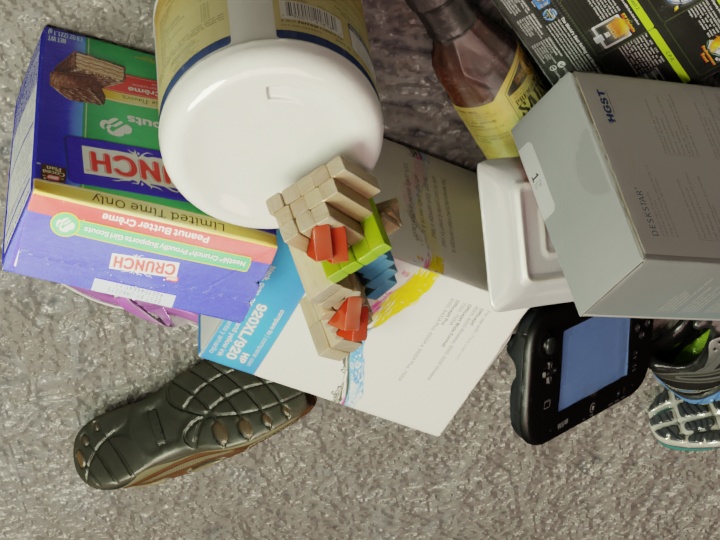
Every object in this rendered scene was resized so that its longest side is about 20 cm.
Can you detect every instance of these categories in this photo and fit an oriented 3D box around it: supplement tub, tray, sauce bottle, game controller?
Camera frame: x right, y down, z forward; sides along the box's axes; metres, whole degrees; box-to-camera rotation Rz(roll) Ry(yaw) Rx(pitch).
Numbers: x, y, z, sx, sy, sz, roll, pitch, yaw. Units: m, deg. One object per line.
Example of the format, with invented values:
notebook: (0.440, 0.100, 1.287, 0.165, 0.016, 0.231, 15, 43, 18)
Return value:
supplement tub: (-0.064, -0.139, 1.492, 0.144, 0.200, 0.145, -3, 130, -4)
tray: (0.164, -0.033, 1.615, 0.200, 0.022, 0.108, -7, 93, -42)
sauce bottle: (0.092, -0.133, 1.599, 0.066, 0.066, 0.200, -25, 129, 15)
game controller: (0.169, 0.061, 1.687, 0.042, 0.200, 0.105, 3, 104, 34)

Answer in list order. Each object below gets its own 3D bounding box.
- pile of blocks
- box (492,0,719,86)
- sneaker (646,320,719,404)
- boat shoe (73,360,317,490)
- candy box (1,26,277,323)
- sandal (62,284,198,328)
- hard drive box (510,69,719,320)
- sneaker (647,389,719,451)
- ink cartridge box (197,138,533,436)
pile of blocks: (-0.003, 0.003, 1.470, 0.082, 0.062, 0.200, -19, 152, -3)
box: (0.193, -0.211, 1.558, 0.193, 0.048, 0.200, -30, 126, 16)
sneaker: (0.300, 0.030, 1.746, 0.083, 0.071, 0.200, 27, 125, -31)
boat shoe: (-0.128, 0.121, 1.789, 0.200, 0.076, 0.074, -19, 161, 13)
candy box: (-0.151, -0.067, 1.543, 0.169, 0.200, 0.077, 14, 127, -16)
sandal: (-0.137, 0.018, 1.709, 0.202, 0.050, 0.083, 17, 125, -20)
hard drive box: (0.224, -0.050, 1.575, 0.200, 0.156, 0.077, 4, 146, -35)
sneaker: (0.333, 0.122, 1.825, 0.200, 0.078, 0.080, -6, 138, 0)
ink cartridge box: (0.000, 0.000, 1.645, 0.200, 0.147, 0.145, 20, 125, -19)
